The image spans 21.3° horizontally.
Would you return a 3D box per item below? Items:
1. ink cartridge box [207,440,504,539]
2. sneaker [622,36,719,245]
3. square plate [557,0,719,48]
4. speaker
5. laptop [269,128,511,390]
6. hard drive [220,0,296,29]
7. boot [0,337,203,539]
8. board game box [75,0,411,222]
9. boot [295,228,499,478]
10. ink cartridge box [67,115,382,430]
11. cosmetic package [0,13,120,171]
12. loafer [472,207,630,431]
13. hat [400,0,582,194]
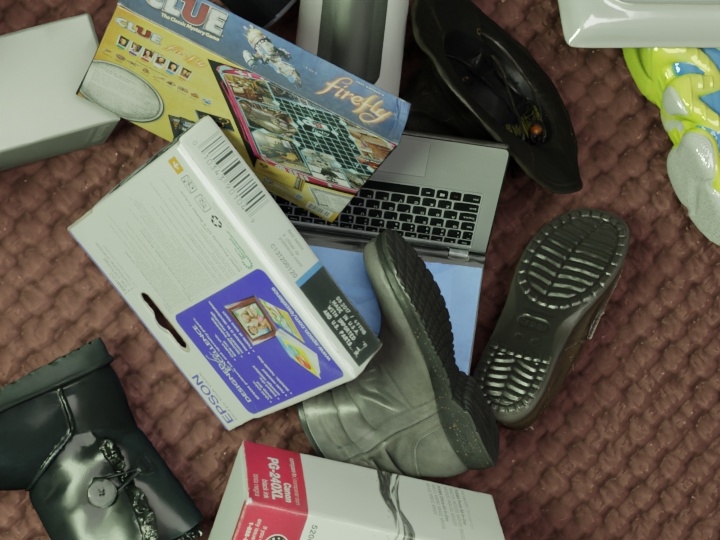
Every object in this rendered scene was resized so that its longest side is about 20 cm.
[{"bbox_3d":[-0.009,0.222,1.374,0.199,0.083,0.146,14,113,-13],"label":"ink cartridge box"},{"bbox_3d":[0.287,-0.124,1.510,0.104,0.076,0.201,-22,91,-16],"label":"sneaker"},{"bbox_3d":[0.243,-0.267,1.501,0.198,0.028,0.199,-1,67,-13],"label":"square plate"},{"bbox_3d":[-0.002,-0.219,1.372,0.081,0.081,0.202,4,101,-15],"label":"speaker"},{"bbox_3d":[0.000,0.000,1.382,0.186,0.201,0.117,8,54,-1],"label":"laptop"},{"bbox_3d":[-0.053,-0.287,1.390,0.135,0.042,0.201,42,73,-40],"label":"hard drive"},{"bbox_3d":[-0.226,0.163,1.351,0.199,0.076,0.169,-28,90,-21],"label":"boot"},{"bbox_3d":[-0.080,-0.113,1.267,0.199,0.135,0.035,26,63,-10],"label":"board game box"},{"bbox_3d":[0.008,0.078,1.379,0.131,0.070,0.201,-17,107,19],"label":"boot"},{"bbox_3d":[-0.099,0.009,1.344,0.043,0.200,0.199,-42,99,-33],"label":"ink cartridge box"},{"bbox_3d":[-0.277,-0.109,1.343,0.199,0.107,0.091,-14,88,-14],"label":"cosmetic package"},{"bbox_3d":[0.144,0.039,1.473,0.073,0.071,0.200,26,67,21],"label":"loafer"},{"bbox_3d":[0.080,-0.123,1.436,0.081,0.201,0.201,-33,96,26],"label":"hat"}]
